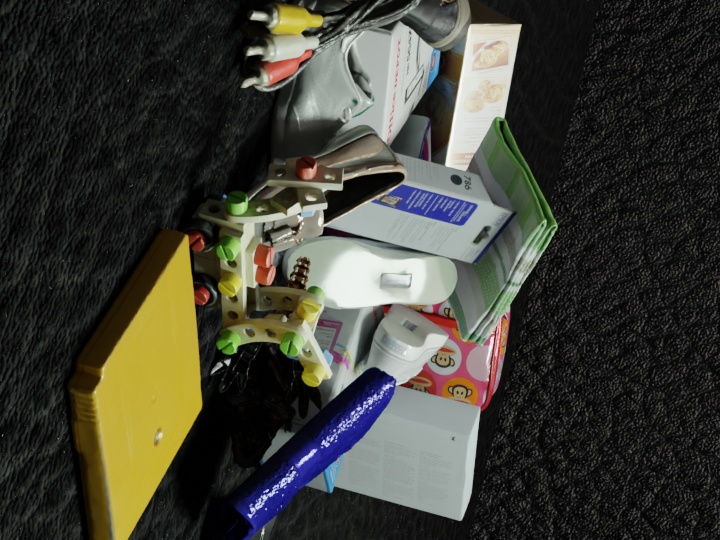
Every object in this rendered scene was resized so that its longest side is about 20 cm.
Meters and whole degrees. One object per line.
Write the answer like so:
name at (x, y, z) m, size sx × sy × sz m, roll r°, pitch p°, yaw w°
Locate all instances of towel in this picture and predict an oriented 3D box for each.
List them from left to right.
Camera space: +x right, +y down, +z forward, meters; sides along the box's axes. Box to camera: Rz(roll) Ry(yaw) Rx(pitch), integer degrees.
towel at (-0.052, 0.178, 1.614) m, size 0.200 × 0.050 × 0.148 m, roll -42°, pitch 179°, yaw -20°
towel at (0.126, -0.038, 1.759) m, size 0.150 × 0.031 × 0.200 m, roll 65°, pitch -33°, yaw 31°

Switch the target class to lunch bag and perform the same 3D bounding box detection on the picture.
lunch bag at (0.075, 0.066, 2.014) m, size 0.082 × 0.199 × 0.177 m, roll -44°, pitch 144°, yaw -69°

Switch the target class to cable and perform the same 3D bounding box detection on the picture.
cable at (-0.024, -0.198, 1.463) m, size 0.199 × 0.050 × 0.098 m, roll -16°, pitch 138°, yaw -31°

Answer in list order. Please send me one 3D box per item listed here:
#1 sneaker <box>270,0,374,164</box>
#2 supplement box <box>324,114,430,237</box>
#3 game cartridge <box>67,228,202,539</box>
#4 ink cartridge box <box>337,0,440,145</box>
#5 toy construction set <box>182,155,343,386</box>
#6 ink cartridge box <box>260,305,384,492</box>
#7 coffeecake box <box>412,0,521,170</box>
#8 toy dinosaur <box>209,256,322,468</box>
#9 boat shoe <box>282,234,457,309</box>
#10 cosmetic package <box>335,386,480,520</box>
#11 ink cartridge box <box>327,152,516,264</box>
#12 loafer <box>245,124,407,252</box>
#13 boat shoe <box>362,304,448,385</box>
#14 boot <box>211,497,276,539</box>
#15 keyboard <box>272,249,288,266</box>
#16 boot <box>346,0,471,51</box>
sneaker at (-0.030, -0.151, 1.580) m, size 0.075 × 0.088 × 0.201 m, roll -58°, pitch 159°, yaw -56°
supplement box at (0.019, -0.069, 1.830) m, size 0.200 × 0.103 × 0.102 m, roll 87°, pitch 14°, yaw -56°
game cartridge at (-0.176, 0.096, 1.358) m, size 0.177 × 0.032 × 0.201 m, roll -63°, pitch 159°, yaw -45°
ink cartridge box at (0.019, -0.222, 1.718) m, size 0.200 × 0.084 × 0.147 m, roll -60°, pitch 160°, yaw -52°
toy construction set at (-0.077, -0.004, 1.435) m, size 0.092 × 0.130 × 0.201 m, roll -52°, pitch 154°, yaw -57°
ink cartridge box at (-0.043, 0.109, 1.810) m, size 0.145 × 0.084 × 0.201 m, roll 82°, pitch 26°, yaw -60°
coffeecake box at (0.093, -0.198, 1.905) m, size 0.073 × 0.153 × 0.201 m, roll -5°, pitch 116°, yaw -29°
toy dinosaur at (-0.090, 0.090, 1.643) m, size 0.136 × 0.101 × 0.202 m, roll -172°, pitch -102°, yaw -88°
boat shoe at (0.001, -0.001, 1.740) m, size 0.200 × 0.071 × 0.071 m, roll 5°, pitch 102°, yaw -32°
cosmetic package at (0.032, 0.197, 1.967) m, size 0.151 × 0.199 × 0.052 m, roll 92°, pitch 17°, yaw -46°
ink cartridge box at (0.045, -0.067, 1.697) m, size 0.100 × 0.199 × 0.039 m, roll 127°, pitch -28°, yaw -47°
loafer at (-0.040, -0.063, 1.531) m, size 0.200 × 0.063 × 0.072 m, roll -36°, pitch 154°, yaw -32°
boat shoe at (0.045, 0.086, 1.843) m, size 0.069 × 0.072 × 0.200 m, roll -58°, pitch 178°, yaw 12°
boot at (-0.139, 0.320, 1.666) m, size 0.165 × 0.065 × 0.201 m, roll 73°, pitch 35°, yaw -81°
keyboard at (-0.070, -0.038, 1.710) m, size 0.200 × 0.011 × 0.057 m, roll -34°, pitch 131°, yaw -72°
boot at (0.014, -0.303, 1.584) m, size 0.150 × 0.073 × 0.201 m, roll 13°, pitch 51°, yaw -50°
